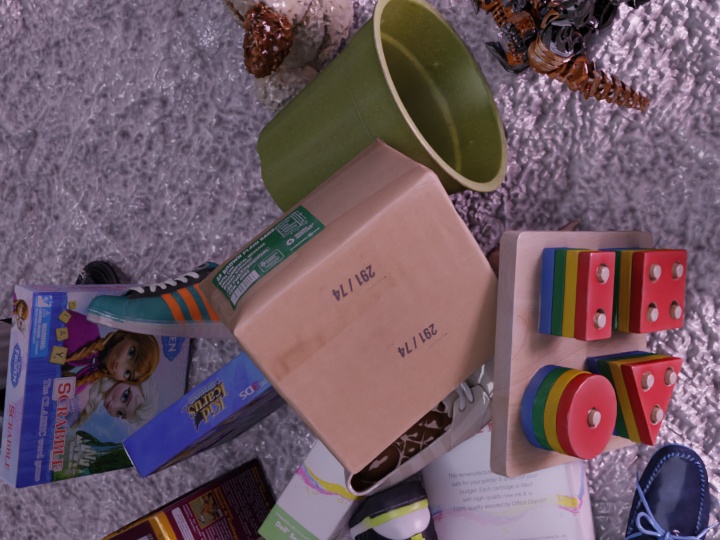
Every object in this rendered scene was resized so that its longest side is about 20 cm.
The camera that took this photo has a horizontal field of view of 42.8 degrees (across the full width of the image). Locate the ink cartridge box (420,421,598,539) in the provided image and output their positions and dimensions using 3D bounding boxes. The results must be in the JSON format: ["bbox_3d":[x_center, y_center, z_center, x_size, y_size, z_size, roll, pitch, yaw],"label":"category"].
[{"bbox_3d":[0.143,0.215,0.883,0.144,0.087,0.201,-12,91,21],"label":"ink cartridge box"}]

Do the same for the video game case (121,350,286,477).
[{"bbox_3d":[-0.111,0.121,0.924,0.200,0.181,0.046,-36,80,19],"label":"video game case"}]

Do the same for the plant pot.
[{"bbox_3d":[0.008,-0.128,0.876,0.189,0.200,0.201,-26,84,34],"label":"plant pot"}]

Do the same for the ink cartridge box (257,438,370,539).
[{"bbox_3d":[-0.007,0.189,0.922,0.067,0.117,0.201,35,105,14],"label":"ink cartridge box"}]

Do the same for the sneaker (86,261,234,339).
[{"bbox_3d":[-0.184,0.029,0.960,0.071,0.199,0.081,-1,85,58],"label":"sneaker"}]

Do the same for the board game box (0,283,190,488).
[{"bbox_3d":[-0.275,0.115,0.979,0.041,0.199,0.201,13,100,41],"label":"board game box"}]

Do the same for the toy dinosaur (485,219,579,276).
[{"bbox_3d":[0.132,0.028,0.880,0.135,0.086,0.201,26,97,25],"label":"toy dinosaur"}]

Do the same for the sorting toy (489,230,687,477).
[{"bbox_3d":[0.205,0.068,0.783,0.069,0.199,0.200,7,97,48],"label":"sorting toy"}]

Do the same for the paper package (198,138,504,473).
[{"bbox_3d":[0.004,0.028,0.755,0.200,0.103,0.191,-39,120,-7],"label":"paper package"}]

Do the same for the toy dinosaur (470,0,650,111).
[{"bbox_3d":[0.190,-0.226,0.849,0.200,0.102,0.136,37,122,-3],"label":"toy dinosaur"}]

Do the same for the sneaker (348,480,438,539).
[{"bbox_3d":[0.034,0.261,0.872,0.071,0.200,0.083,-19,68,-8],"label":"sneaker"}]

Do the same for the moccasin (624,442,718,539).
[{"bbox_3d":[0.279,0.262,0.842,0.080,0.068,0.201,10,97,20],"label":"moccasin"}]

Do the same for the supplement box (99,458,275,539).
[{"bbox_3d":[-0.162,0.283,0.944,0.085,0.200,0.111,-28,84,21],"label":"supplement box"}]

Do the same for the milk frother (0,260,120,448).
[{"bbox_3d":[-0.382,0.080,1.023,0.179,0.188,0.201,17,100,18],"label":"milk frother"}]

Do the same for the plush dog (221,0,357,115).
[{"bbox_3d":[-0.078,-0.270,0.889,0.160,0.172,0.201,-24,84,21],"label":"plush dog"}]

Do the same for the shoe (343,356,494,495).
[{"bbox_3d":[0.063,0.133,0.816,0.200,0.053,0.070,-42,78,6],"label":"shoe"}]
